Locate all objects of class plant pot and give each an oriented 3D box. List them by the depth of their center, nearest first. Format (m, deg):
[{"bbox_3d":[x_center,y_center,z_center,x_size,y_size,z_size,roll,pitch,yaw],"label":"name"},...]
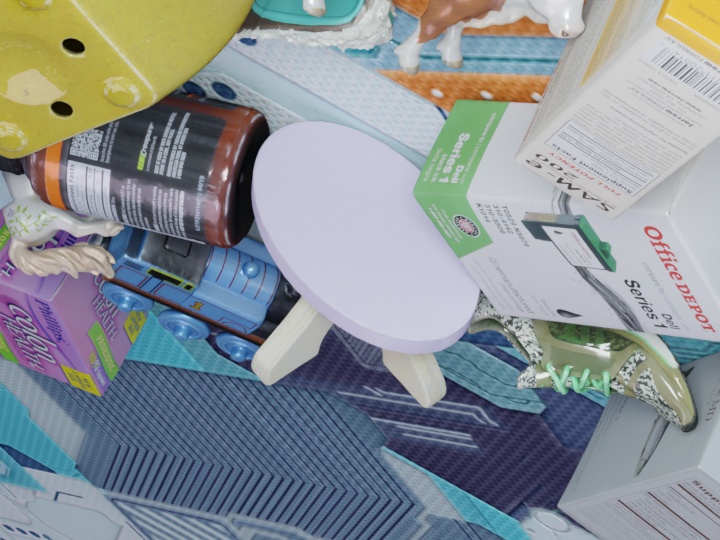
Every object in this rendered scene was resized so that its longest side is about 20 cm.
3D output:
[{"bbox_3d":[-0.179,-0.184,1.212,0.194,0.201,0.194,-17,134,27],"label":"plant pot"}]

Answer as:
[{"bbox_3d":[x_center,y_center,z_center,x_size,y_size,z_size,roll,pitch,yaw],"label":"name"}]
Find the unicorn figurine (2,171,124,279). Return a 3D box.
[{"bbox_3d":[-0.251,-0.090,1.635,0.136,0.202,0.074,-8,156,5],"label":"unicorn figurine"}]

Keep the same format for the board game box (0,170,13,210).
[{"bbox_3d":[-0.364,-0.150,1.601,0.198,0.043,0.201,23,140,46],"label":"board game box"}]

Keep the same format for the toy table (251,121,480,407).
[{"bbox_3d":[0.000,0.000,1.500,0.201,0.183,0.117,59,159,26],"label":"toy table"}]

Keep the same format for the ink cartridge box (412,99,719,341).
[{"bbox_3d":[0.157,-0.033,1.359,0.199,0.085,0.146,7,148,40],"label":"ink cartridge box"}]

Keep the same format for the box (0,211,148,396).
[{"bbox_3d":[-0.318,0.005,1.908,0.199,0.097,0.176,18,153,20],"label":"box"}]

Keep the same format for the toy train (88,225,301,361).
[{"bbox_3d":[-0.123,0.008,1.704,0.199,0.087,0.114,25,155,-18],"label":"toy train"}]

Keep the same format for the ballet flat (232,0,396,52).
[{"bbox_3d":[-0.064,-0.173,1.352,0.199,0.072,0.072,15,152,28],"label":"ballet flat"}]

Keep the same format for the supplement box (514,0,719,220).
[{"bbox_3d":[0.170,-0.125,1.124,0.073,0.127,0.200,30,156,-8],"label":"supplement box"}]

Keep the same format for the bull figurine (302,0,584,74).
[{"bbox_3d":[0.039,-0.181,1.206,0.199,0.065,0.122,35,126,4],"label":"bull figurine"}]

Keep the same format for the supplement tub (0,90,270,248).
[{"bbox_3d":[-0.173,-0.088,1.543,0.198,0.108,0.107,14,153,11],"label":"supplement tub"}]

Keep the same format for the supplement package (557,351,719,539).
[{"bbox_3d":[0.259,0.147,1.555,0.117,0.117,0.200,37,153,-13],"label":"supplement package"}]

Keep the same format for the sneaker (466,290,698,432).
[{"bbox_3d":[0.153,0.065,1.496,0.200,0.089,0.077,38,166,25],"label":"sneaker"}]
